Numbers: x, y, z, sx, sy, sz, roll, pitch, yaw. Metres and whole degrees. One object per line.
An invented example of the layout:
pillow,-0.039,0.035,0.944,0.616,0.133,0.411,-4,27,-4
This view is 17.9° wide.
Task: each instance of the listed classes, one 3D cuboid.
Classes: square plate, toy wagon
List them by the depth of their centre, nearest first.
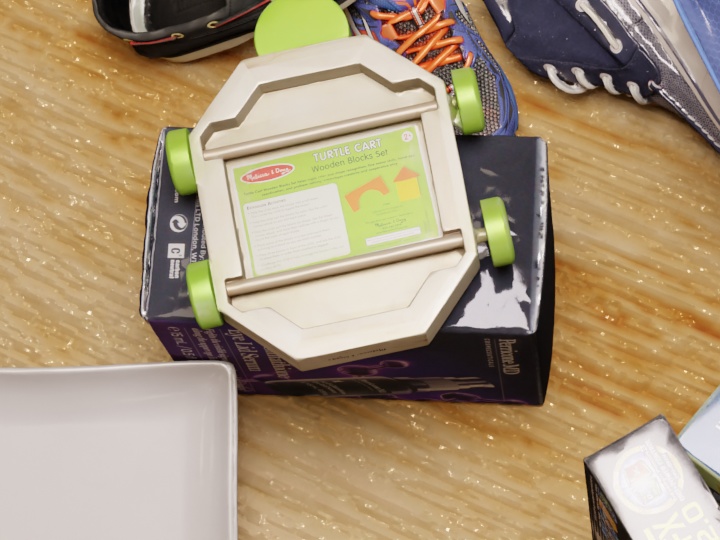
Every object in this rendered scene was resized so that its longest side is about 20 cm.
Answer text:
toy wagon,-0.014,-0.056,1.107,0.154,0.040,0.201,-12,72,3
square plate,-0.158,0.147,1.195,0.199,0.028,0.199,-1,93,7

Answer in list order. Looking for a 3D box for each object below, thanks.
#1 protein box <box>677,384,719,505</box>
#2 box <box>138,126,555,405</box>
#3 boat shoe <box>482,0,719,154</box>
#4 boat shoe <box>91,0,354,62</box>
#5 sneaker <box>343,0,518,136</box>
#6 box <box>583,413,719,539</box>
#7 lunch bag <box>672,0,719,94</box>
protein box,0.290,0.086,1.128,0.200,0.135,0.199,38,81,16
box,0.000,0.000,1.185,0.199,0.148,0.105,2,73,8
boat shoe,0.146,-0.118,1.255,0.093,0.075,0.200,-38,80,23
boat shoe,-0.058,-0.169,1.243,0.201,0.063,0.074,-21,70,31
sneaker,0.021,-0.143,1.264,0.075,0.078,0.200,-31,71,-2
box,0.165,0.167,1.085,0.044,0.200,0.161,-28,72,-2
lunch bag,0.236,-0.149,1.146,0.132,0.200,0.136,-25,101,18
